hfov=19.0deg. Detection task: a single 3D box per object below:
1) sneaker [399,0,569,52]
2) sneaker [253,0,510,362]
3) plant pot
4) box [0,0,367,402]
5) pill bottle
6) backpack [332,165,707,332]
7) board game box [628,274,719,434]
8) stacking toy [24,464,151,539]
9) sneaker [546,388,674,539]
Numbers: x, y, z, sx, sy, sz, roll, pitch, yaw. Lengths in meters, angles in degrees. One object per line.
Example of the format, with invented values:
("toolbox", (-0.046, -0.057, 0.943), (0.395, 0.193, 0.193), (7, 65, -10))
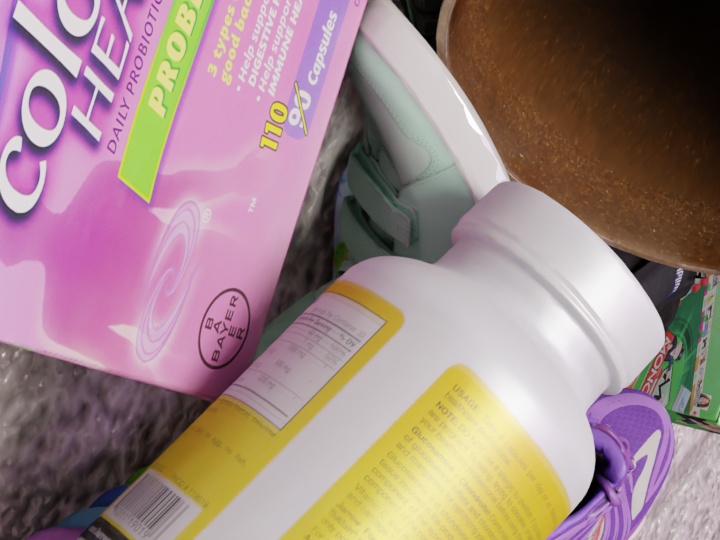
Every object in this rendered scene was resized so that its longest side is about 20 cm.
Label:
("sneaker", (0.024, -0.161, 0.883), (0.078, 0.085, 0.201), (-19, 115, -5))
("sneaker", (0.000, 0.000, 0.805), (0.118, 0.074, 0.201), (-23, 124, -5))
("plant pot", (0.150, -0.134, 0.823), (0.200, 0.186, 0.187), (-64, 148, -32))
("box", (-0.100, -0.066, 0.691), (0.200, 0.096, 0.177), (24, 83, -58))
("pill bottle", (0.007, 0.067, 0.719), (0.200, 0.112, 0.112), (-44, 141, -12))
("backpack", (0.076, -0.017, 0.966), (0.200, 0.153, 0.164), (-53, 151, -64))
("board game box", (0.169, -0.023, 1.096), (0.029, 0.134, 0.201), (29, 78, -42))
("stacking toy", (-0.064, 0.102, 0.842), (0.200, 0.085, 0.086), (-40, 134, -48))
("sneaker", (0.091, 0.091, 0.914), (0.200, 0.083, 0.081), (-20, 80, -57))
